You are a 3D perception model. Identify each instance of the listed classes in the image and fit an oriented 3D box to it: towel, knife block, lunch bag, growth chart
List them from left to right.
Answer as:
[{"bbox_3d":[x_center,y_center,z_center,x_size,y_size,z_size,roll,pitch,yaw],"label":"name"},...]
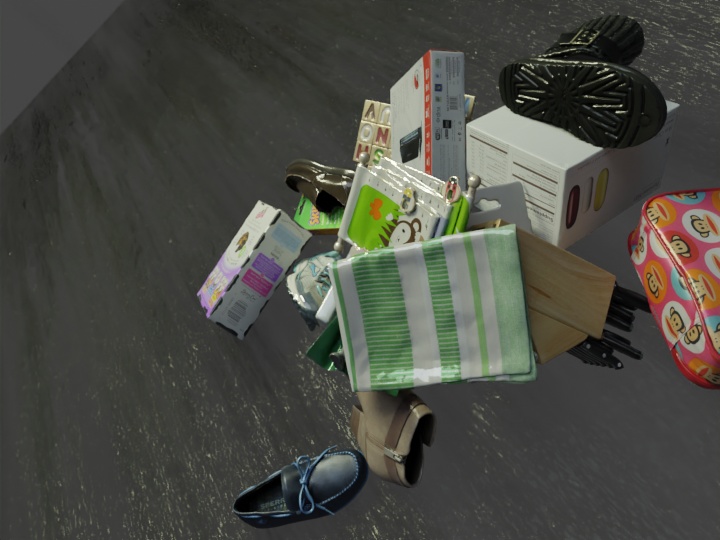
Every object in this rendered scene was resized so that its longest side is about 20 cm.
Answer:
[{"bbox_3d":[0.042,-0.052,0.631,0.198,0.017,0.149,27,110,46],"label":"growth chart"},{"bbox_3d":[0.069,0.047,0.572,0.195,0.023,0.157,-8,99,21],"label":"towel"},{"bbox_3d":[0.225,0.016,0.607,0.172,0.204,0.064,-25,5,-18],"label":"knife block"},{"bbox_3d":[0.382,0.009,0.563,0.171,0.083,0.204,-6,55,1],"label":"lunch bag"}]

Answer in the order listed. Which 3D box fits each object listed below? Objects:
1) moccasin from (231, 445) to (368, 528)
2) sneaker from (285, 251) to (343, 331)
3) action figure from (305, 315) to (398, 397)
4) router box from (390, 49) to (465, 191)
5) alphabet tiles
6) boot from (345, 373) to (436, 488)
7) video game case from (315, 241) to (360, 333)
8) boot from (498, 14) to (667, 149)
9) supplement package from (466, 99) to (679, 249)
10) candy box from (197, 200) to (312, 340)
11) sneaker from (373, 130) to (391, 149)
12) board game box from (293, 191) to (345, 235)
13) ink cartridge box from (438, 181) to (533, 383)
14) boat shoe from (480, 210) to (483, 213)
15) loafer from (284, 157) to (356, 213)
[{"bbox_3d":[-0.081,0.291,0.732,0.198,0.068,0.082,-33,52,16],"label":"moccasin"},{"bbox_3d":[-0.058,0.016,0.848,0.085,0.079,0.201,-26,21,6],"label":"sneaker"},{"bbox_3d":[0.028,0.039,0.693,0.116,0.055,0.202,23,57,6],"label":"action figure"},{"bbox_3d":[0.089,-0.172,0.786,0.179,0.047,0.206,-174,82,-77],"label":"router box"},{"bbox_3d":[0.074,-0.203,0.893,0.197,0.007,0.172,22,105,33],"label":"alphabet tiles"},{"bbox_3d":[0.038,0.154,0.697,0.145,0.069,0.206,17,108,58],"label":"boot"},{"bbox_3d":[0.000,0.000,0.796,0.022,0.182,0.203,25,76,9],"label":"video game case"},{"bbox_3d":[0.277,-0.220,0.633,0.156,0.081,0.211,-28,43,-22],"label":"boot"},{"bbox_3d":[0.252,-0.139,0.692,0.197,0.113,0.155,-29,43,-22],"label":"supplement package"},{"bbox_3d":[-0.182,-0.008,0.943,0.202,0.071,0.167,-56,24,-3],"label":"candy box"},{"bbox_3d":[0.095,-0.234,0.924,0.197,0.070,0.101,11,97,37],"label":"sneaker"},{"bbox_3d":[-0.030,-0.109,0.979,0.196,0.030,0.098,2,63,32],"label":"board game box"},{"bbox_3d":[0.141,0.011,0.649,0.067,0.113,0.206,178,81,-72],"label":"ink cartridge box"},{"bbox_3d":[0.176,-0.044,0.749,0.200,0.073,0.065,-42,22,-28],"label":"boat shoe"},{"bbox_3d":[-0.067,-0.138,0.954,0.197,0.073,0.073,15,75,45],"label":"loafer"}]
